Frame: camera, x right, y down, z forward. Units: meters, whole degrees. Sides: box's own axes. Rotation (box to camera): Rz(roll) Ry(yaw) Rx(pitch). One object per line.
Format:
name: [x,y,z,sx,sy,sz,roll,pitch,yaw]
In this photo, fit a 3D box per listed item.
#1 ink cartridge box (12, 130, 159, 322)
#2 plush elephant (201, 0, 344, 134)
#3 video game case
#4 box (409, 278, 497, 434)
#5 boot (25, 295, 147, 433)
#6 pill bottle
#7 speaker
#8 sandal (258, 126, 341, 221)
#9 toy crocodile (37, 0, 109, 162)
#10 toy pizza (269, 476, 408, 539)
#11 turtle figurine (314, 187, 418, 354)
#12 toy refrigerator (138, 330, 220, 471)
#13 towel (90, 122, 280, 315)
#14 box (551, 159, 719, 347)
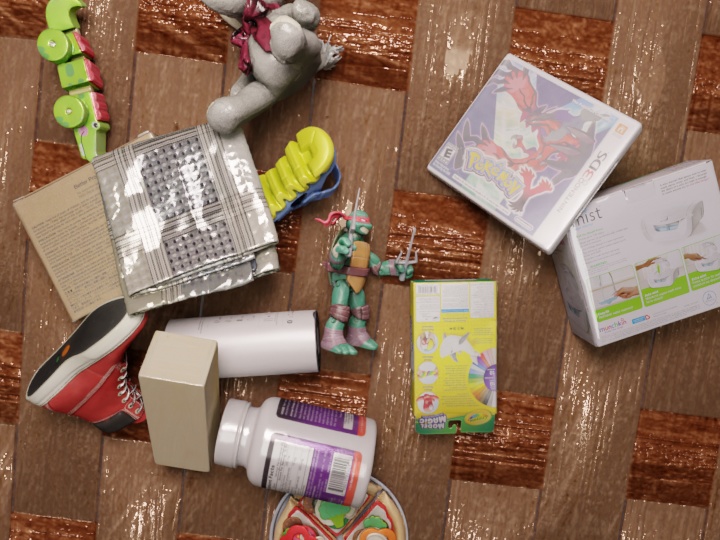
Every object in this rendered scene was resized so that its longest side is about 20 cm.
ink cartridge box: [-0.306,-0.055,0.781,0.196,0.075,0.168,-25,94,2]
plush elephant: [-0.117,-0.290,0.715,0.156,0.200,0.164,51,131,-4]
video game case: [0.209,-0.150,0.759,0.199,0.023,0.184,39,95,28]
box: [0.124,0.115,0.817,0.114,0.048,0.206,0,93,-1]
boot: [-0.302,0.127,0.774,0.199,0.073,0.144,-39,126,18]
pill bottle: [-0.083,0.229,0.790,0.195,0.111,0.114,13,95,-2]
speaker: [-0.151,0.097,0.793,0.194,0.081,0.084,-4,95,-1]
sandal: [-0.098,-0.095,0.779,0.197,0.087,0.081,-29,70,21]
toy crocodile: [-0.352,-0.237,0.767,0.060,0.068,0.205,-12,95,0]
toy pizza: [-0.030,0.376,0.844,0.194,0.032,0.206,0,95,-1]
turtle figurine: [0.000,0.000,0.782,0.147,0.100,0.206,3,99,-42]
toy refrigerator: [-0.216,0.164,0.752,0.074,0.071,0.203,9,134,-2]
towel: [-0.203,-0.067,0.714,0.188,0.035,0.205,-17,83,-9]
box: [0.357,-0.024,0.783,0.195,0.097,0.181,-19,94,1]
